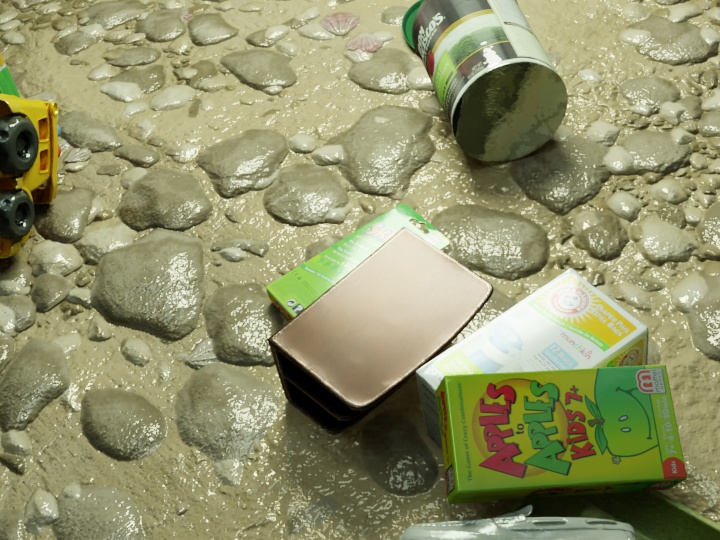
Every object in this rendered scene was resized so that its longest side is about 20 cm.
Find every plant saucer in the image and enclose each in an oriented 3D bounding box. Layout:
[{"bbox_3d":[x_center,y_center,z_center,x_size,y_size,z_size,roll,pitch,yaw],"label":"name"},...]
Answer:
[{"bbox_3d":[0.204,0.272,0.953,0.199,0.048,0.200,27,57,33],"label":"plant saucer"}]

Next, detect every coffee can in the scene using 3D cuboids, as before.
[{"bbox_3d":[0.158,-0.254,1.401,0.145,0.147,0.201,-15,45,-2],"label":"coffee can"}]

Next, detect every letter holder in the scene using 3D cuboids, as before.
[{"bbox_3d":[0.031,0.076,1.147,0.200,0.101,0.142,-40,53,-24],"label":"letter holder"}]

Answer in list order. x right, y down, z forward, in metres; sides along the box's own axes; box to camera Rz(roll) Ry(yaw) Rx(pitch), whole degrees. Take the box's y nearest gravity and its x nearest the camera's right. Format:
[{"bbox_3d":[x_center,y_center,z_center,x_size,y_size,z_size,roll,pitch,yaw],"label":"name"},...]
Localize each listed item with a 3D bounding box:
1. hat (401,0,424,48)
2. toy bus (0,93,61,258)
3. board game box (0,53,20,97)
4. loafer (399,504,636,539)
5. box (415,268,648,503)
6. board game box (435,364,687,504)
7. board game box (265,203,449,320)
[{"bbox_3d":[0.129,-0.401,1.527,0.165,0.177,0.201,-15,45,-2],"label":"hat"},{"bbox_3d":[-0.447,-0.129,1.430,0.135,0.202,0.192,7,13,18],"label":"toy bus"},{"bbox_3d":[-0.577,-0.245,1.557,0.198,0.154,0.040,0,45,12],"label":"board game box"},{"bbox_3d":[0.131,0.231,0.932,0.198,0.070,0.070,5,42,7],"label":"loafer"},{"bbox_3d":[0.167,0.107,1.081,0.199,0.102,0.112,-31,49,-17],"label":"box"},{"bbox_3d":[0.171,0.141,0.969,0.198,0.048,0.102,-2,68,-8],"label":"board game box"},{"bbox_3d":[0.000,0.000,1.277,0.199,0.030,0.096,-34,49,-16],"label":"board game box"}]
